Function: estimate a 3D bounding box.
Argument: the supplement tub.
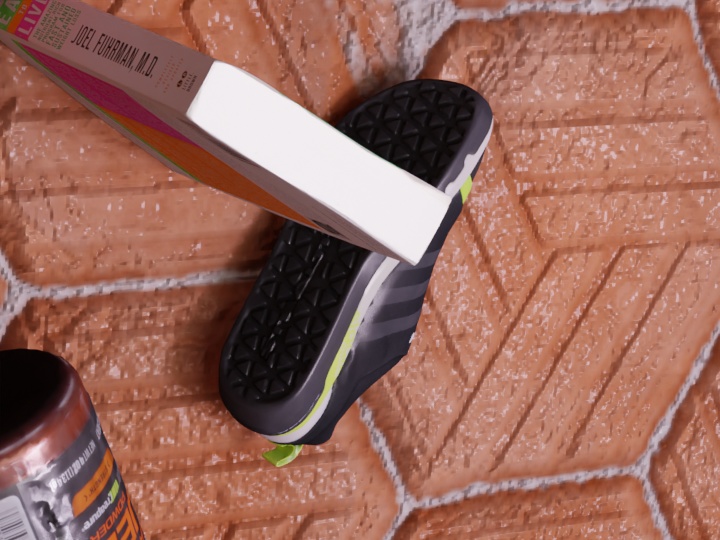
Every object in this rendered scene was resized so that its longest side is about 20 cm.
[{"bbox_3d":[-0.144,0.142,1.317,0.107,0.107,0.201,-30,119,-21],"label":"supplement tub"}]

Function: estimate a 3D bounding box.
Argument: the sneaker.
[{"bbox_3d":[0.000,0.000,1.403,0.200,0.072,0.083,-56,149,-5],"label":"sneaker"}]

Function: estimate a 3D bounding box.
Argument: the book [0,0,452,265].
[{"bbox_3d":[-0.068,-0.067,1.243,0.133,0.200,0.048,31,88,-36],"label":"book"}]
